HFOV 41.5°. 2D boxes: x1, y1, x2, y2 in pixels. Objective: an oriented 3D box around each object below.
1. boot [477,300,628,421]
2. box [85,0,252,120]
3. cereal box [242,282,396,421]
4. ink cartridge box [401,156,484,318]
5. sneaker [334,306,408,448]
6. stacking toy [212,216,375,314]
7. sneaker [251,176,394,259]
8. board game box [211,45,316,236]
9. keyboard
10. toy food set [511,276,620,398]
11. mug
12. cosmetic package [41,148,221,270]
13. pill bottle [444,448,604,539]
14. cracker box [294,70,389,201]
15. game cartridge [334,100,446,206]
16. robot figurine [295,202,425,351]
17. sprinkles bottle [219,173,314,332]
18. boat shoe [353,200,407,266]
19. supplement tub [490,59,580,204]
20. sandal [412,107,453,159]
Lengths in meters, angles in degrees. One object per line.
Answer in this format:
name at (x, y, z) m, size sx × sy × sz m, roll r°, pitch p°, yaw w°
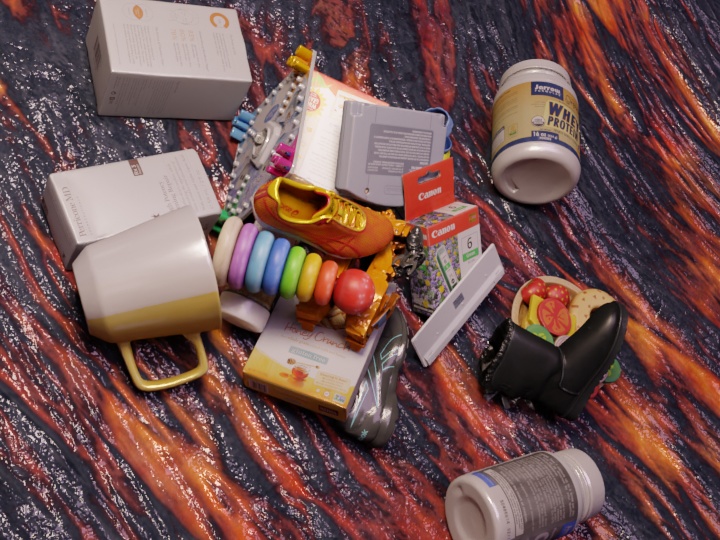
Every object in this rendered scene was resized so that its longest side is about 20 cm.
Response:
boot at (0.265, 0.110, 1.335) m, size 0.160 × 0.201 × 0.074 m, roll 22°, pitch 17°, yaw -13°
box at (-0.264, -0.288, 1.307) m, size 0.196 × 0.098 × 0.127 m, roll -2°, pitch 65°, yaw -29°
cereal box at (-0.049, 0.082, 1.230) m, size 0.141 × 0.040 × 0.202 m, roll 16°, pitch 54°, yaw 10°
ink cartridge box at (0.119, -0.047, 1.349) m, size 0.108 × 0.050 × 0.204 m, roll -23°, pitch 116°, yaw -36°
sneaker at (0.014, 0.128, 1.251) m, size 0.078 × 0.076 × 0.203 m, roll 18°, pitch 56°, yaw -16°
stacking toy at (-0.076, 0.001, 1.144) m, size 0.196 × 0.086 × 0.087 m, roll 16°, pitch 56°, yaw -1°
sneaker at (-0.036, -0.061, 1.157) m, size 0.197 × 0.077 × 0.075 m, roll 11°, pitch 73°, yaw -33°
board game box at (-0.131, -0.168, 1.249) m, size 0.026 × 0.199 × 0.203 m, roll 25°, pitch 54°, yaw -26°
keyboard at (0.141, 0.048, 1.356) m, size 0.200 × 0.011 × 0.057 m, roll -48°, pitch 125°, yaw -23°
toy food set at (0.316, 0.098, 1.452) m, size 0.197 × 0.049 × 0.201 m, roll 26°, pitch 55°, yaw -15°
mug at (-0.249, 0.030, 1.113) m, size 0.150 × 0.150 × 0.189 m, roll -15°, pitch 66°, yaw -17°
cosmetic package at (-0.287, -0.080, 1.197) m, size 0.197 × 0.074 × 0.103 m, roll -17°, pitch 73°, yaw -36°
pill bottle at (0.218, 0.302, 1.244) m, size 0.197 × 0.114 × 0.116 m, roll -9°, pitch 68°, yaw -32°
cracker box at (-0.057, -0.160, 1.317) m, size 0.132 × 0.058 × 0.204 m, roll 23°, pitch 81°, yaw -6°
game cartridge at (0.042, -0.156, 1.306) m, size 0.198 × 0.040 × 0.137 m, roll -1°, pitch 98°, yaw -47°
robot figurine at (0.000, 0.000, 1.234) m, size 0.143 × 0.059 × 0.202 m, roll 21°, pitch 55°, yaw 12°
sprinkles bottle at (-0.118, -0.025, 1.222) m, size 0.067 × 0.068 × 0.203 m, roll 26°, pitch 76°, yaw -14°
boat shoe at (0.046, -0.109, 1.397) m, size 0.085 × 0.075 × 0.204 m, roll -30°, pitch 82°, yaw -37°
supplement tub at (0.285, -0.227, 1.551) m, size 0.142 × 0.144 × 0.204 m, roll 18°, pitch 57°, yaw -19°
sandal at (0.065, -0.211, 1.450) m, size 0.197 × 0.088 × 0.080 m, roll -6°, pitch 53°, yaw -32°
